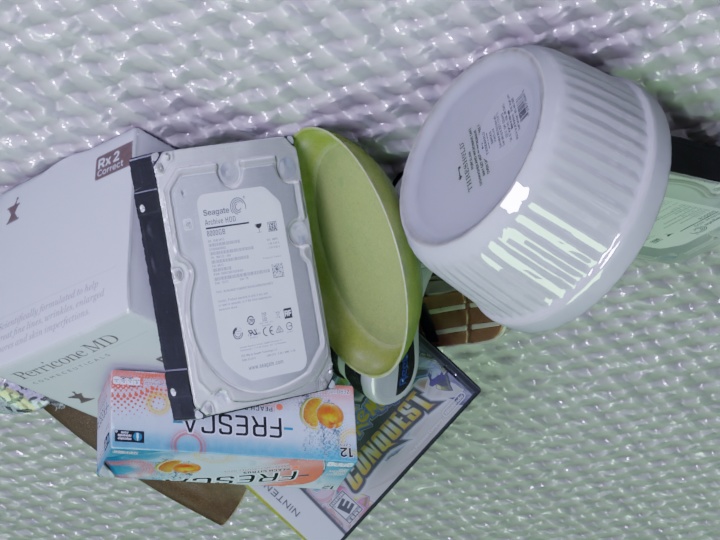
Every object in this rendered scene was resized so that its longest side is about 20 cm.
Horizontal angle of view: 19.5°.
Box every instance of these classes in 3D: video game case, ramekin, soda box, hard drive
[{"bbox_3d":[-0.029,0.114,1.795,0.181,0.200,0.026,43,-179,-3],"label":"video game case"},{"bbox_3d":[0.116,-0.066,1.501,0.105,0.201,0.200,28,143,-28],"label":"ramekin"},{"bbox_3d":[-0.104,0.126,1.640,0.199,0.069,0.064,5,152,-15],"label":"soda box"},{"bbox_3d":[0.227,-0.055,1.640,0.199,0.038,0.140,8,153,-40],"label":"hard drive"},{"bbox_3d":[-0.095,0.004,1.585,0.139,0.201,0.038,-9,179,-41],"label":"hard drive"}]

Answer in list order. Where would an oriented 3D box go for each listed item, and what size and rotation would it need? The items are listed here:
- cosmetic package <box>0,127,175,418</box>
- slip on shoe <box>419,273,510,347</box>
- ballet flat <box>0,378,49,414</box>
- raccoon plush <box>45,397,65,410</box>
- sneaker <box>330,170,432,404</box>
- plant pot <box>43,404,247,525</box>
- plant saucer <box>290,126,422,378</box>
[{"bbox_3d":[-0.171,0.017,1.684,0.164,0.166,0.200,-23,146,34],"label":"cosmetic package"},{"bbox_3d":[0.053,0.031,1.837,0.199,0.076,0.061,-8,-161,34],"label":"slip on shoe"},{"bbox_3d":[-0.358,0.073,1.821,0.200,0.072,0.072,21,161,23],"label":"ballet flat"},{"bbox_3d":[-0.311,0.049,1.778,0.199,0.135,0.097,-6,153,9],"label":"raccoon plush"},{"bbox_3d":[0.000,0.000,1.716,0.073,0.201,0.112,-8,-155,-44],"label":"sneaker"},{"bbox_3d":[-0.184,0.106,1.883,0.199,0.188,0.187,22,149,-10],"label":"plant pot"},{"bbox_3d":[-0.003,-0.017,1.614,0.031,0.201,0.200,-18,161,-25],"label":"plant saucer"}]
